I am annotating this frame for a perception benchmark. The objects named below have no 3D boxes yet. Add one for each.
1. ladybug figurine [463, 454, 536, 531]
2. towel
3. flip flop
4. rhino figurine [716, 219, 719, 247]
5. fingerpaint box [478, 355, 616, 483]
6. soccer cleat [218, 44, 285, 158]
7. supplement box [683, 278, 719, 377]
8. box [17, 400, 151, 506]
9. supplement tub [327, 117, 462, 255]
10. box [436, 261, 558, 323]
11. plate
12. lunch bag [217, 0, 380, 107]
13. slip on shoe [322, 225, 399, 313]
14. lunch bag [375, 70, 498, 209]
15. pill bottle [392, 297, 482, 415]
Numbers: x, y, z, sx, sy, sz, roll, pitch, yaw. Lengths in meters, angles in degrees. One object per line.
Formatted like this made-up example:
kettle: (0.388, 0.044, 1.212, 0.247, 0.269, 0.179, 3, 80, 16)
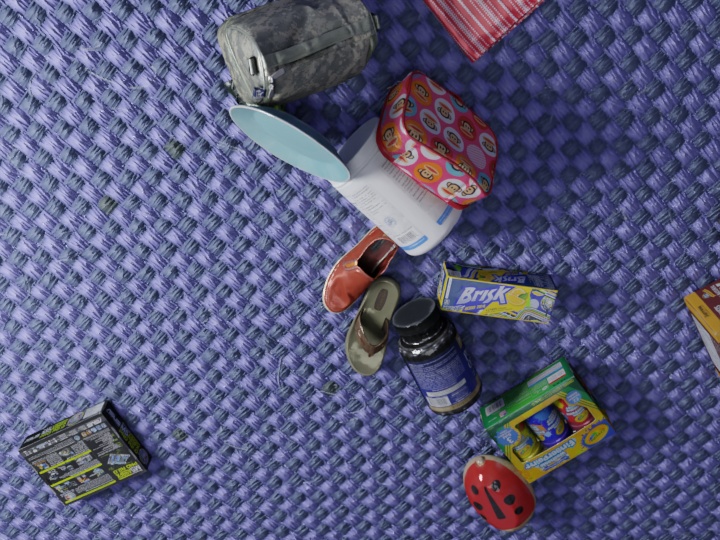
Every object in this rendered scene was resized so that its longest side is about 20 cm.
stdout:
ladybug figurine: (0.277, 0.453, 1.515, 0.135, 0.072, 0.201, -22, 115, 27)
towel: (0.204, -0.432, 1.132, 0.200, 0.023, 0.145, -40, 109, 16)
flip flop: (0.024, 0.106, 1.364, 0.080, 0.058, 0.202, 15, 114, -8)
rhino figurine: (0.673, -0.118, 1.269, 0.087, 0.060, 0.201, 34, 112, 5)
fingerpaint box: (0.358, 0.290, 1.451, 0.199, 0.074, 0.167, -34, 112, 14)
soccer cleat: (-0.163, -0.271, 1.182, 0.080, 0.068, 0.202, -9, 109, 14)
supplement box: (0.723, 0.107, 1.339, 0.196, 0.133, 0.201, -29, 113, 12)
box: (-0.540, 0.361, 1.481, 0.199, 0.044, 0.161, -25, 114, 11)
supplement tub: (0.056, -0.132, 1.211, 0.200, 0.132, 0.132, 42, 108, -18)
box: (0.239, 0.038, 1.334, 0.198, 0.064, 0.071, 8, 115, -4)
plate: (-0.097, -0.189, 1.091, 0.199, 0.200, 0.026, 30, 82, -14)
lunch bag: (-0.089, -0.317, 1.066, 0.199, 0.167, 0.141, -26, 111, -18)
slip on shoe: (0.000, 0.000, 1.312, 0.074, 0.061, 0.200, 34, 112, -18)
lunch bag: (0.124, -0.210, 1.159, 0.199, 0.177, 0.082, 33, 141, -25)
pill bottle: (0.135, 0.154, 1.360, 0.111, 0.112, 0.201, -23, 114, 10)
